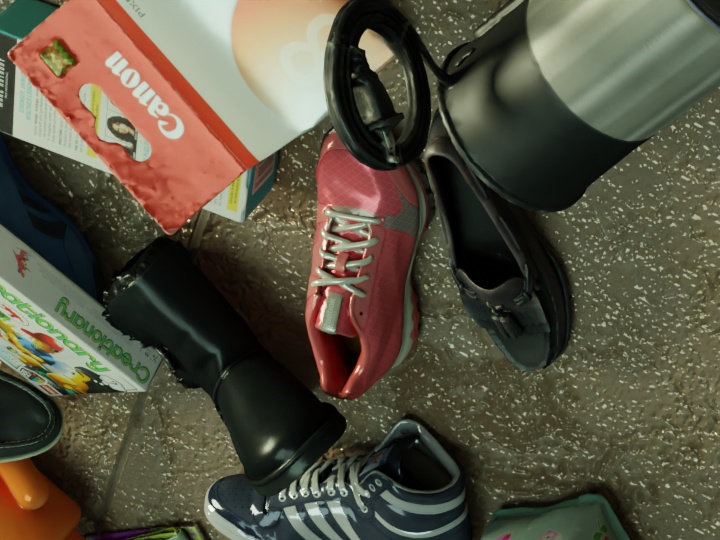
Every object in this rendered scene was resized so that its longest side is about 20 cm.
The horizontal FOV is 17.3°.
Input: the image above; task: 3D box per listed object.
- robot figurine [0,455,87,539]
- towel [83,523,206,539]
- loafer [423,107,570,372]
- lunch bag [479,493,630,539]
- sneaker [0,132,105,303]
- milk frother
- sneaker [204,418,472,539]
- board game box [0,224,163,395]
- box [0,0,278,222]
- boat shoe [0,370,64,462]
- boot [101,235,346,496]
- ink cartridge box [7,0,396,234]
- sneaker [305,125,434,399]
[{"bbox_3d":[-0.295,0.186,1.817,0.200,0.117,0.144,40,163,-1],"label":"robot figurine"},{"bbox_3d":[-0.177,0.270,1.875,0.200,0.023,0.144,-14,115,36],"label":"towel"},{"bbox_3d":[0.079,-0.013,1.497,0.072,0.063,0.200,-1,122,30],"label":"loafer"},{"bbox_3d":[0.144,0.282,1.604,0.122,0.170,0.200,-15,115,40],"label":"lunch bag"},{"bbox_3d":[-0.259,-0.035,1.661,0.066,0.078,0.200,-21,112,36],"label":"sneaker"},{"bbox_3d":[0.105,-0.129,1.309,0.181,0.200,0.188,47,131,-4],"label":"milk frother"},{"bbox_3d":[-0.015,0.152,1.665,0.200,0.070,0.109,11,133,13],"label":"sneaker"},{"bbox_3d":[-0.248,0.021,1.663,0.200,0.035,0.126,41,151,-30],"label":"board game box"},{"bbox_3d":[-0.152,-0.108,1.566,0.200,0.049,0.082,21,130,14],"label":"box"},{"bbox_3d":[-0.315,0.092,1.730,0.199,0.075,0.066,18,168,-4],"label":"boat shoe"},{"bbox_3d":[-0.099,0.060,1.587,0.076,0.200,0.168,-43,102,-3],"label":"boot"},{"bbox_3d":[-0.100,-0.136,1.463,0.200,0.050,0.162,-40,100,11],"label":"ink cartridge box"},{"bbox_3d":[0.000,0.000,1.535,0.074,0.087,0.200,11,127,21],"label":"sneaker"}]
